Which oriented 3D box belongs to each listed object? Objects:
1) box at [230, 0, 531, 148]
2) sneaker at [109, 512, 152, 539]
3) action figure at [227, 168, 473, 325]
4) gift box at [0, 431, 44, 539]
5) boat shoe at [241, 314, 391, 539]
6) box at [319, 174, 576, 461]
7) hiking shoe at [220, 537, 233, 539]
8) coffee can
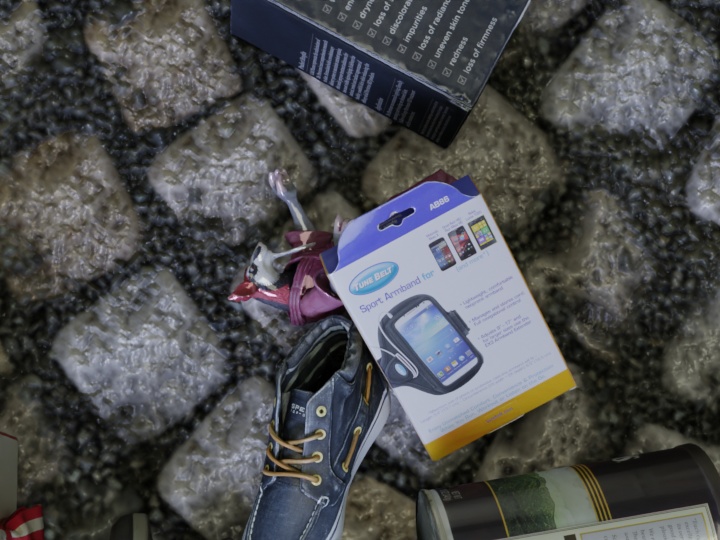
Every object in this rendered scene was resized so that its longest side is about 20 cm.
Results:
[{"bbox_3d":[0.033,-0.233,1.208,0.196,0.124,0.200,29,79,-1],"label":"box"},{"bbox_3d":[-0.196,0.251,1.051,0.106,0.075,0.201,6,63,2],"label":"sneaker"},{"bbox_3d":[0.000,0.000,1.190,0.199,0.134,0.149,-17,118,-1],"label":"action figure"},{"bbox_3d":[-0.315,0.199,1.071,0.186,0.185,0.201,-3,83,3],"label":"gift box"},{"bbox_3d":[-0.043,0.129,1.120,0.071,0.091,0.201,6,53,25],"label":"boat shoe"},{"bbox_3d":[0.058,0.027,1.120,0.119,0.041,0.200,-28,116,2],"label":"box"},{"bbox_3d":[-0.117,0.290,1.118,0.101,0.076,0.200,33,77,5],"label":"hiking shoe"},{"bbox_3d":[0.150,0.209,1.122,0.199,0.146,0.147,-9,80,-7],"label":"coffee can"}]
